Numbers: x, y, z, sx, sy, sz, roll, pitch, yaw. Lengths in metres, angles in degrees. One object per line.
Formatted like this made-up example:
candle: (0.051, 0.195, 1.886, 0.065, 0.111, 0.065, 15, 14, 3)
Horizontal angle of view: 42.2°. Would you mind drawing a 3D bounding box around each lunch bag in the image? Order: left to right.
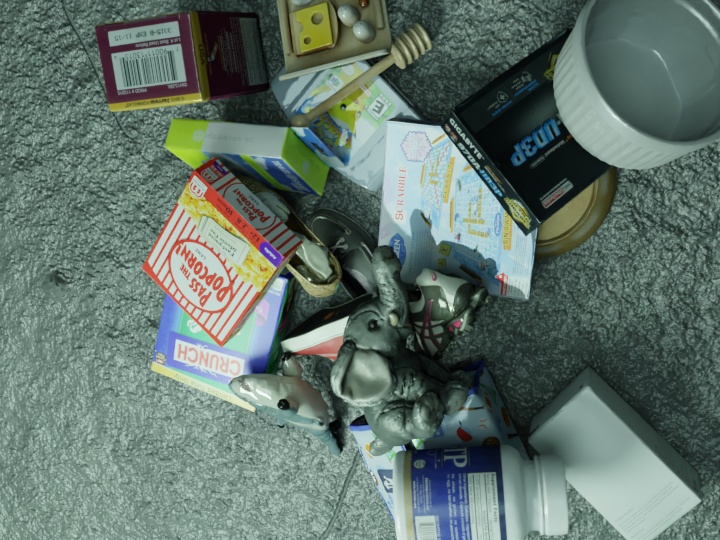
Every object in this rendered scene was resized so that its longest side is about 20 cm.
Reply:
lunch bag: (0.101, 0.242, 1.223, 0.198, 0.124, 0.172, -22, 97, 21)

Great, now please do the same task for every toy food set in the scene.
toy food set: (-0.047, -0.341, 1.130, 0.141, 0.060, 0.204, -11, 82, 19)

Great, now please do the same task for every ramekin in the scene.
ramekin: (0.304, -0.206, 1.014, 0.197, 0.105, 0.204, 4, 72, -14)

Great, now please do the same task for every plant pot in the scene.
plant pot: (0.214, -0.111, 1.151, 0.196, 0.027, 0.204, 4, 105, 15)

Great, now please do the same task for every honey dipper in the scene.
honey dipper: (-0.002, -0.231, 1.135, 0.199, 0.038, 0.038, -35, 93, -5)

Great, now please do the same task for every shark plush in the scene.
shark plush: (-0.088, 0.188, 1.277, 0.082, 0.199, 0.092, -26, 51, 24)

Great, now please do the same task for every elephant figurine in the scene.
elephant figurine: (0.025, 0.098, 1.099, 0.155, 0.141, 0.200, -45, 98, -18)

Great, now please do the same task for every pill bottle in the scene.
pill bottle: (0.141, 0.268, 1.101, 0.196, 0.120, 0.122, -4, 103, 6)

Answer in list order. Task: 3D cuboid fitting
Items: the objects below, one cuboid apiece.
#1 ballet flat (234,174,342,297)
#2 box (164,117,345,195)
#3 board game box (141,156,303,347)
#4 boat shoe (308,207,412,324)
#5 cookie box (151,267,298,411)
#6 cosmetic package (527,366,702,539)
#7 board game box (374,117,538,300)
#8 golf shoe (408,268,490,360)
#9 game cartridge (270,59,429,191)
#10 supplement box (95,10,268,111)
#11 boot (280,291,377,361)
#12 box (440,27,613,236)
ballet flat: (-0.092, -0.048, 1.172, 0.200, 0.065, 0.071, 43, 70, -13)
box: (-0.132, -0.144, 1.178, 0.197, 0.122, 0.048, 9, 76, 26)
board game box: (-0.177, -0.019, 1.169, 0.151, 0.046, 0.200, 43, 132, 5)
boat shoe: (0.000, 0.000, 1.227, 0.067, 0.057, 0.201, -41, 90, 22)
cookie box: (-0.186, 0.067, 1.292, 0.169, 0.075, 0.203, 19, 109, 11)
cosmetic package: (0.320, 0.236, 1.180, 0.200, 0.081, 0.113, 47, 111, 2)
board game box: (0.123, -0.077, 1.148, 0.196, 0.041, 0.204, 8, 106, 12)
golf shoe: (0.093, 0.051, 1.161, 0.087, 0.078, 0.200, 31, 153, 2)
game cartridge: (-0.017, -0.205, 1.193, 0.200, 0.040, 0.133, 45, 115, 2)
supplement box: (-0.212, -0.260, 1.148, 0.129, 0.200, 0.105, -4, 103, 17)
boot: (-0.012, 0.118, 1.236, 0.199, 0.072, 0.145, -18, 111, 47)
box: (0.212, -0.160, 1.057, 0.199, 0.046, 0.160, -36, 85, -22)
